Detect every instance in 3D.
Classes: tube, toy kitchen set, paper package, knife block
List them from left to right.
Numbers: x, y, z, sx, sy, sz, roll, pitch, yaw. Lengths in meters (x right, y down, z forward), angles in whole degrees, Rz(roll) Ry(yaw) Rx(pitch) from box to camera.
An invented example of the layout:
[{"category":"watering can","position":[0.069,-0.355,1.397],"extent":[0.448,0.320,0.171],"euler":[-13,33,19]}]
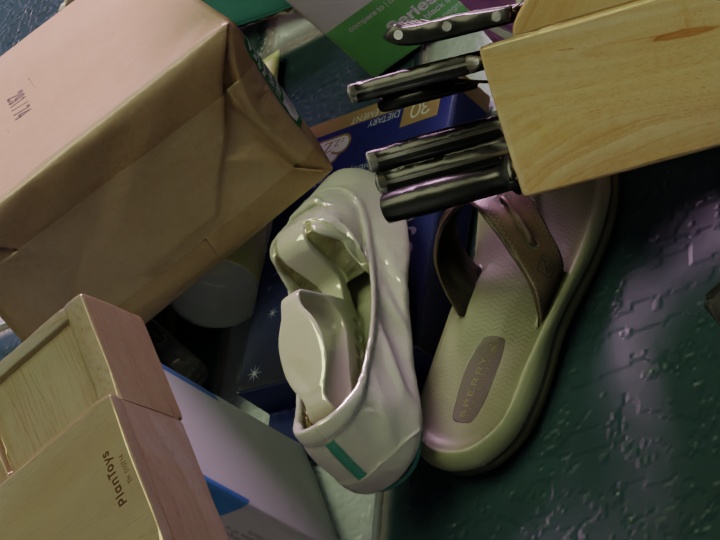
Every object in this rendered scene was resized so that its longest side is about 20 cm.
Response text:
[{"category":"paper package","position":[-0.140,-0.062,1.047],"extent":[0.191,0.103,0.200],"euler":[-40,27,-5]},{"category":"toy kitchen set","position":[-0.089,0.155,0.817],"extent":[0.163,0.180,0.200],"euler":[-39,55,19]},{"category":"tube","position":[-0.077,-0.051,1.114],"extent":[0.058,0.052,0.200],"euler":[2,40,-3]},{"category":"knife block","position":[0.100,-0.064,0.860],"extent":[0.176,0.200,0.064],"euler":[-62,-8,16]}]

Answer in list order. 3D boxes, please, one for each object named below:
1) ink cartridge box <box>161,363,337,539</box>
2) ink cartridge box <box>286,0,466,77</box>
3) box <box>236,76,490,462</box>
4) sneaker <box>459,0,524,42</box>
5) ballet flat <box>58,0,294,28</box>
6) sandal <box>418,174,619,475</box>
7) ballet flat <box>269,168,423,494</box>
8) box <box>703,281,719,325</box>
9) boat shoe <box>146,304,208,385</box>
[{"category":"ink cartridge box","position":[-0.134,0.144,0.934],"extent":[0.200,0.145,0.085],"euler":[-43,39,16]},{"category":"ink cartridge box","position":[-0.033,-0.225,1.074],"extent":[0.084,0.200,0.146],"euler":[-33,42,23]},{"category":"box","position":[0.000,0.000,1.004],"extent":[0.121,0.032,0.200],"euler":[-17,51,37]},{"category":"sneaker","position":[0.104,-0.128,0.928],"extent":[0.200,0.114,0.073],"euler":[22,76,50]},{"category":"ballet flat","position":[-0.100,-0.181,1.223],"extent":[0.200,0.076,0.064],"euler":[-7,49,32]},{"category":"sandal","position":[0.067,-0.003,0.914],"extent":[0.080,0.057,0.201],"euler":[-7,57,43]},{"category":"ballet flat","position":[-0.012,0.013,0.927],"extent":[0.069,0.069,0.200],"euler":[-32,43,25]},{"category":"box","position":[0.254,0.009,0.721],"extent":[0.199,0.050,0.200],"euler":[-45,39,12]},{"category":"boat shoe","position":[-0.132,0.032,1.091],"extent":[0.066,0.072,0.201],"euler":[-34,31,-4]}]
